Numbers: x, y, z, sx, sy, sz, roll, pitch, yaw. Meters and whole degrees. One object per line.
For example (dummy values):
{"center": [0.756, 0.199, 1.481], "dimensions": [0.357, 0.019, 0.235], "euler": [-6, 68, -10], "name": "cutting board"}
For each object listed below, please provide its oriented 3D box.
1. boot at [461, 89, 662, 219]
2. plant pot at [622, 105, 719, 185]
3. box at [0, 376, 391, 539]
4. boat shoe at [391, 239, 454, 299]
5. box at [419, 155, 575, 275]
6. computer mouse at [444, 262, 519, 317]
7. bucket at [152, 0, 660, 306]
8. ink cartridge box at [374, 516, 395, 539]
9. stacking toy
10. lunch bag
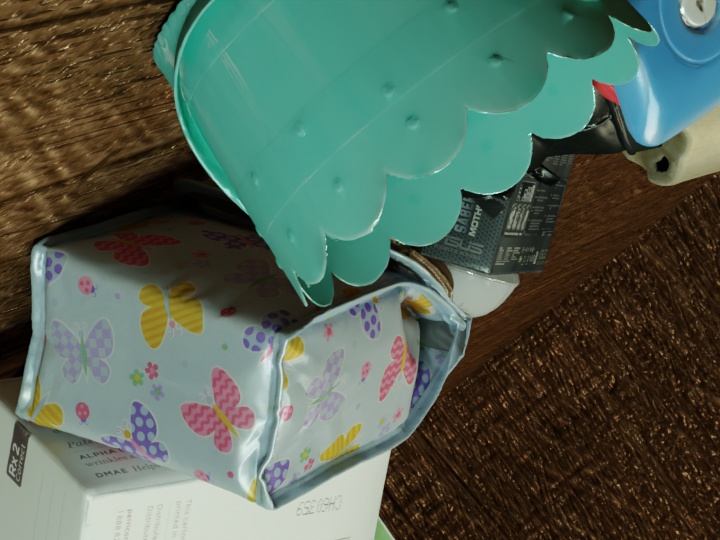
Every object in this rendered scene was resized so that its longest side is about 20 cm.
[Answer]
{"center": [0.071, -0.113, 1.568], "dimensions": [0.162, 0.073, 0.198], "euler": [-14, 139, 14], "name": "boot"}
{"center": [0.264, -0.153, 1.930], "dimensions": [0.183, 0.201, 0.200], "euler": [-22, 169, -15], "name": "plant pot"}
{"center": [-0.109, 0.164, 1.556], "dimensions": [0.200, 0.131, 0.199], "euler": [-7, 119, -33], "name": "box"}
{"center": [-0.003, 0.005, 1.667], "dimensions": [0.202, 0.075, 0.075], "euler": [21, 105, -48], "name": "boat shoe"}
{"center": [0.098, -0.079, 1.753], "dimensions": [0.200, 0.051, 0.158], "euler": [-6, 113, -77], "name": "box"}
{"center": [0.049, 0.001, 1.880], "dimensions": [0.200, 0.110, 0.044], "euler": [-145, -108, -74], "name": "computer mouse"}
{"center": [0.015, -0.094, 1.247], "dimensions": [0.207, 0.135, 0.207], "euler": [-37, 172, -6], "name": "bucket"}
{"center": [-0.050, 0.129, 1.680], "dimensions": [0.146, 0.200, 0.048], "euler": [-42, 171, 39], "name": "ink cartridge box"}
{"center": [0.098, -0.136, 1.387], "dimensions": [0.110, 0.116, 0.200], "euler": [-37, -153, -31], "name": "stacking toy"}
{"center": [-0.058, 0.029, 1.477], "dimensions": [0.200, 0.169, 0.127], "euler": [-18, 122, -56], "name": "lunch bag"}
